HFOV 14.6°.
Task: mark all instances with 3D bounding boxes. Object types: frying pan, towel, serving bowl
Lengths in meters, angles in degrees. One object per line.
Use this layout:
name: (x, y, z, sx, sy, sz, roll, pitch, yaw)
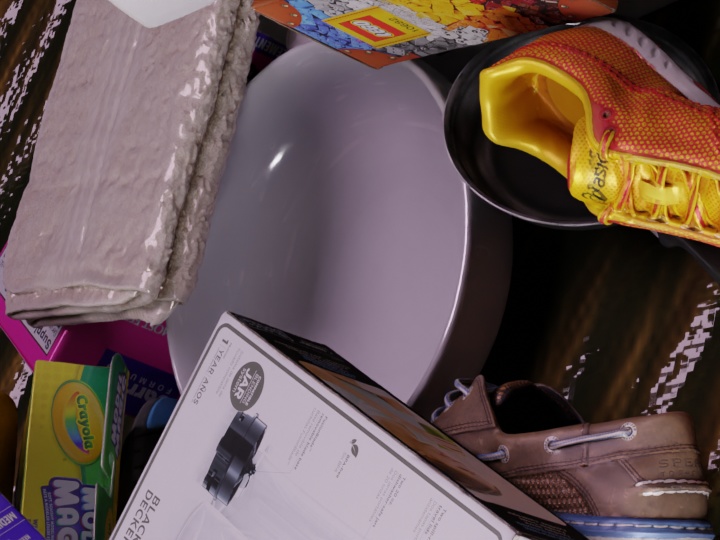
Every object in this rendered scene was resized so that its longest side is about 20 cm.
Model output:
frying pan: (0.121, -0.044, 1.139, 0.190, 0.031, 0.115, 26, 61, 25)
towel: (-0.101, -0.070, 1.297, 0.132, 0.034, 0.201, -3, 68, 50)
serving bowl: (0.000, 0.000, 1.247, 0.200, 0.066, 0.201, -16, 67, 45)

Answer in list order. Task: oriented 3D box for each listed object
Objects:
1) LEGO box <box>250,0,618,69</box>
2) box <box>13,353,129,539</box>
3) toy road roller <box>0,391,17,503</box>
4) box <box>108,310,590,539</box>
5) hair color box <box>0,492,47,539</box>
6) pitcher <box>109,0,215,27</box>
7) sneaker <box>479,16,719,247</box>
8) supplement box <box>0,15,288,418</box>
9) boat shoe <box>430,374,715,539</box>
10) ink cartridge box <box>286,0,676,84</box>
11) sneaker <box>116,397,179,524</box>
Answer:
LEGO box: (0.046, -0.198, 1.157, 0.149, 0.077, 0.201, -9, 64, 50)
box: (-0.137, 0.123, 1.284, 0.200, 0.048, 0.118, 115, 159, -62)
toy road roller: (-0.216, 0.096, 1.266, 0.200, 0.145, 0.124, -171, 85, -66)
box: (-0.005, 0.111, 1.069, 0.200, 0.060, 0.117, 33, 99, 48)
hair color box: (-0.115, 0.196, 1.147, 0.200, 0.065, 0.110, 44, 142, 20)
pitcher: (-0.039, -0.186, 1.110, 0.200, 0.121, 0.172, -51, 52, 4)
sneaker: (0.125, -0.033, 1.063, 0.200, 0.077, 0.073, 28, 135, 42)
supplement box: (-0.087, -0.035, 1.375, 0.201, 0.101, 0.103, -59, 35, 11)
boat shoe: (0.060, 0.080, 1.111, 0.199, 0.072, 0.073, 2, 85, 43)
ink cartridge box: (0.064, -0.172, 1.261, 0.200, 0.084, 0.147, -22, 54, 47)
sneaker: (-0.095, 0.151, 1.295, 0.082, 0.073, 0.201, -38, 41, 38)
